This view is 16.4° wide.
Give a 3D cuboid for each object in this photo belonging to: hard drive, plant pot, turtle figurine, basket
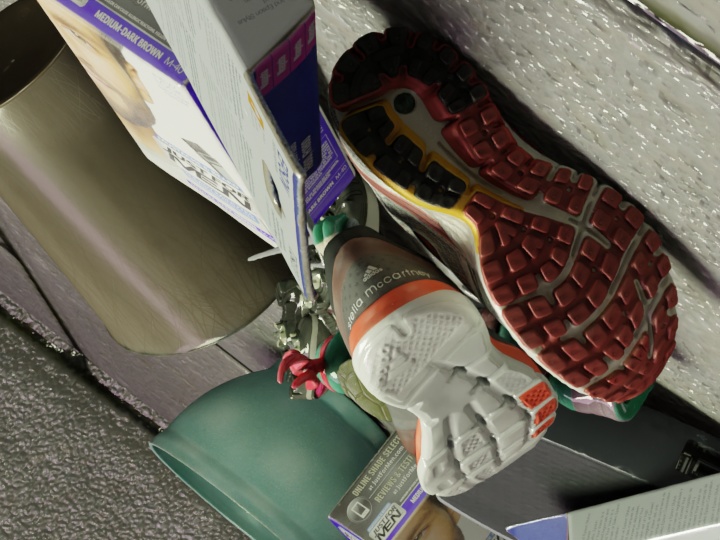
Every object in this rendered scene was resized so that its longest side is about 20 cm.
[{"bbox_3d":[0.128,0.118,1.365,0.200,0.042,0.135,22,145,20],"label":"hard drive"},{"bbox_3d":[-0.061,0.159,2.126,0.200,0.134,0.200,37,169,9],"label":"plant pot"},{"bbox_3d":[0.042,0.034,1.275,0.200,0.101,0.150,3,167,37],"label":"turtle figurine"},{"bbox_3d":[-0.155,-0.064,1.524,0.180,0.136,0.200,17,153,54],"label":"basket"}]

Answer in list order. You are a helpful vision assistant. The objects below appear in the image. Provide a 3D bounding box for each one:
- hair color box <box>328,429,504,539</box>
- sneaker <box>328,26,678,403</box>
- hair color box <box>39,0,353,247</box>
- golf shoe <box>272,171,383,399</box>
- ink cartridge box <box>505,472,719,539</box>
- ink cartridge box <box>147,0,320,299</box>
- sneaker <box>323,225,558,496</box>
[{"bbox_3d":[0.062,0.203,1.959,0.065,0.109,0.200,31,168,35],"label":"hair color box"},{"bbox_3d":[0.064,-0.026,1.104,0.200,0.078,0.082,49,173,-4],"label":"sneaker"},{"bbox_3d":[-0.082,-0.095,1.271,0.109,0.065,0.200,34,167,25],"label":"hair color box"},{"bbox_3d":[0.000,0.000,1.445,0.200,0.088,0.077,101,160,-59],"label":"golf shoe"},{"bbox_3d":[0.205,0.184,1.315,0.200,0.043,0.196,-21,127,39],"label":"ink cartridge box"},{"bbox_3d":[-0.052,-0.103,1.006,0.200,0.043,0.196,60,173,12],"label":"ink cartridge box"},{"bbox_3d":[0.034,0.036,1.162,0.082,0.077,0.200,56,177,31],"label":"sneaker"}]
